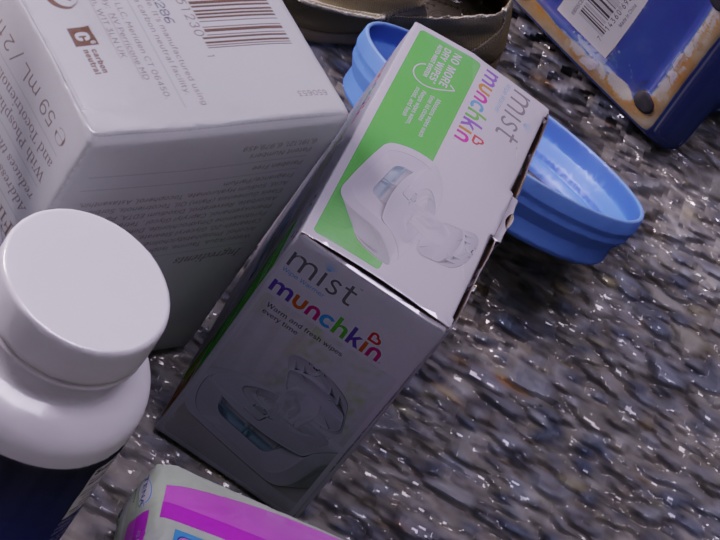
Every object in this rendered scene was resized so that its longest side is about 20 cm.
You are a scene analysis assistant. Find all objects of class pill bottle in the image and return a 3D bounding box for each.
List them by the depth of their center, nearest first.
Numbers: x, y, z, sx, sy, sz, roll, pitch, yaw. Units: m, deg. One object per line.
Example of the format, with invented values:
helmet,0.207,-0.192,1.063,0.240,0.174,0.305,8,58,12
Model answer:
pill bottle,-0.165,0.064,1.329,0.111,0.200,0.111,19,44,-19

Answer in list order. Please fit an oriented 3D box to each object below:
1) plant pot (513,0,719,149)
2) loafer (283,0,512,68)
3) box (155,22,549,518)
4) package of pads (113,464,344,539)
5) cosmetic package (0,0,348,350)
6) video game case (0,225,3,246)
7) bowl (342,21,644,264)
plant pot,0.216,-0.211,1.855,0.200,0.200,0.180,46,49,11
loafer,0.008,-0.179,1.771,0.199,0.067,0.076,13,46,-25
box,0.000,0.000,1.520,0.097,0.177,0.200,33,42,-4
package of pads,-0.034,0.200,1.395,0.199,0.068,0.155,24,42,-14
cosmetic package,-0.146,-0.073,1.468,0.166,0.200,0.168,-9,57,-40
video game case,-0.269,-0.059,1.351,0.181,0.201,0.023,-9,13,-4
bowl,0.075,-0.073,1.686,0.200,0.039,0.201,33,15,-10
